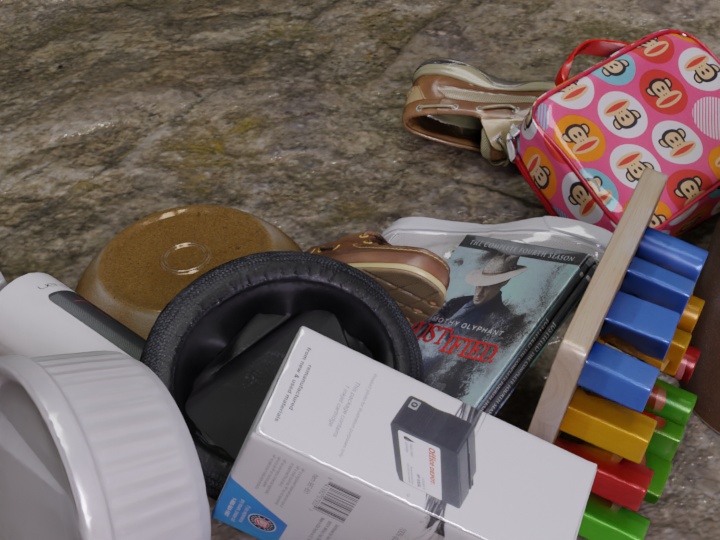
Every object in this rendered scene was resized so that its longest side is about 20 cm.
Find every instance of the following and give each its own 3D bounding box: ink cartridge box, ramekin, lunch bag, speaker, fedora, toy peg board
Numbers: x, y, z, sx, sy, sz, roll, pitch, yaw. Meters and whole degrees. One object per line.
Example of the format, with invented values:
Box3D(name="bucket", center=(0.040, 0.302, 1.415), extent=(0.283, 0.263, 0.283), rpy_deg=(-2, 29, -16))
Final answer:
Box3D(name="ink cartridge box", center=(0.024, 0.136, 1.041), extent=(0.199, 0.145, 0.084), rpy_deg=(26, 58, -2))
Box3D(name="ramekin", center=(-0.174, 0.144, 1.097), extent=(0.094, 0.203, 0.202), rpy_deg=(-15, 37, -30))
Box3D(name="lunch bag", center=(0.225, -0.112, 1.390), extent=(0.199, 0.082, 0.176), rpy_deg=(-27, 73, -27))
Box3D(name="speaker", center=(-0.198, 0.076, 1.273), extent=(0.081, 0.081, 0.200), rpy_deg=(-34, 45, -30))
Box3D(name="fedora", center=(-0.059, 0.085, 1.179), extent=(0.199, 0.092, 0.202), rpy_deg=(5, 66, -12))
Box3D(name="toy peg board", center=(0.182, 0.075, 1.137), extent=(0.097, 0.200, 0.200), rpy_deg=(23, 44, 9))

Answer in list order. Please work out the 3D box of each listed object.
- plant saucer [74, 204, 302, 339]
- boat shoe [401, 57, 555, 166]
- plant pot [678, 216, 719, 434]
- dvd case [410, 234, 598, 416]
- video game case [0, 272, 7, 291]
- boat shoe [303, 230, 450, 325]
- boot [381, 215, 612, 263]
Box3D(name="plant saucer", center=(-0.141, 0.002, 1.392), extent=(0.199, 0.036, 0.201), rpy_deg=(-4, 39, 3))
Box3D(name="boat shoe", center=(0.129, -0.124, 1.488), extent=(0.199, 0.076, 0.074), rpy_deg=(16, 59, 22))
Box3D(name="plant pot", center=(0.319, -0.002, 1.193), extent=(0.186, 0.201, 0.187), rpy_deg=(-5, 38, 4))
Box3D(name="dvd case", center=(0.066, 0.060, 1.207), extent=(0.200, 0.022, 0.146), rpy_deg=(-50, 30, -17))
Box3D(name="video game case", center=(-0.418, -0.004, 1.453), extent=(0.181, 0.022, 0.200), rpy_deg=(-22, 41, -18))
Box3D(name="boat shoe", center=(0.000, 0.000, 1.275), extent=(0.200, 0.072, 0.068), rpy_deg=(-9, 47, 55))
Box3D(name="boot", center=(0.104, 0.013, 1.325), extent=(0.199, 0.074, 0.096), rpy_deg=(1, 48, 18))
